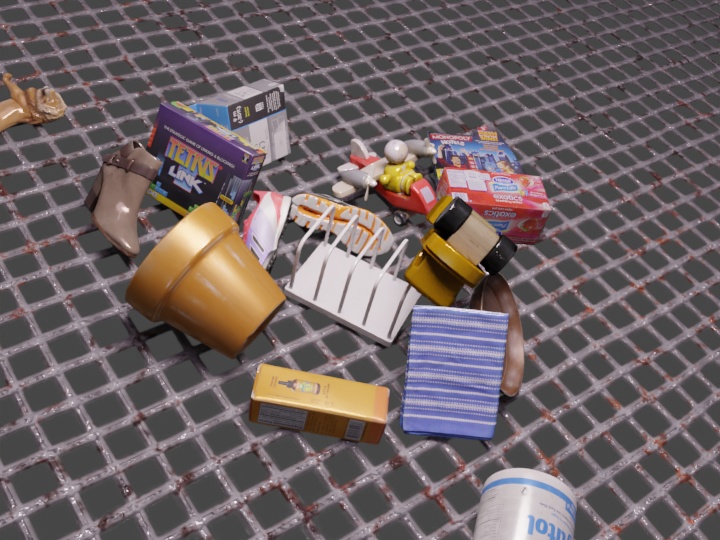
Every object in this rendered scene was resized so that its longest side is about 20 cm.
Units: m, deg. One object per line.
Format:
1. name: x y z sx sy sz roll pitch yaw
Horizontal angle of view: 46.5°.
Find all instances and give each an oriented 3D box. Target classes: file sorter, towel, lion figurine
1. file sorter: 0.000 0.000 1.386 0.200 0.125 0.139 26 45 11
2. towel: 0.138 0.154 1.242 0.145 0.200 0.024 5 12 3
3. lion figurine: -0.655 -0.291 1.544 0.200 0.072 0.123 -36 77 -22

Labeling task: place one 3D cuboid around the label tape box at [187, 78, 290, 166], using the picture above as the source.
1. label tape box: -0.229 -0.255 1.553 0.200 0.144 0.063 -31 42 -34

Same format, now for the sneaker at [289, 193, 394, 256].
1. sneaker: -0.031 -0.092 1.513 0.200 0.078 0.077 26 14 -4

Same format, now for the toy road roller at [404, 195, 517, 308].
1. toy road roller: 0.140 -0.026 1.290 0.123 0.146 0.200 40 7 -4

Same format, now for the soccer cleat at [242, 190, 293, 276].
1. soccer cleat: -0.173 -0.048 1.415 0.073 0.068 0.200 18 61 -5

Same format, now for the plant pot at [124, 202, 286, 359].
1. plant pot: -0.221 0.030 1.277 0.183 0.200 0.200 40 49 2

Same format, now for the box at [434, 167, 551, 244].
1. box: 0.248 -0.123 1.595 0.200 0.096 0.100 4 47 -12

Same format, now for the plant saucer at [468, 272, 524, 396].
1. plant saucer: 0.215 0.102 1.338 0.034 0.200 0.200 -9 39 27

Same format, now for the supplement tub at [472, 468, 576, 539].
1. supplement tub: 0.209 0.375 1.095 0.132 0.132 0.200 18 46 3

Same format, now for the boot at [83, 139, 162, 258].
1. boot: -0.385 -0.131 1.406 0.146 0.070 0.200 -49 57 4

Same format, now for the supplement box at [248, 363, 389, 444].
1. supplement box: -0.061 0.198 1.235 0.200 0.069 0.067 13 45 -5

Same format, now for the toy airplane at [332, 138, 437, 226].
1. toy airplane: 0.051 -0.195 1.579 0.199 0.141 0.200 8 47 -5

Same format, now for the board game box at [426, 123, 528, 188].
1. board game box: 0.233 -0.222 1.709 0.200 0.062 0.200 4 46 -11

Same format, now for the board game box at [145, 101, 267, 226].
1. board game box: -0.280 -0.175 1.454 0.200 0.165 0.057 30 24 14
